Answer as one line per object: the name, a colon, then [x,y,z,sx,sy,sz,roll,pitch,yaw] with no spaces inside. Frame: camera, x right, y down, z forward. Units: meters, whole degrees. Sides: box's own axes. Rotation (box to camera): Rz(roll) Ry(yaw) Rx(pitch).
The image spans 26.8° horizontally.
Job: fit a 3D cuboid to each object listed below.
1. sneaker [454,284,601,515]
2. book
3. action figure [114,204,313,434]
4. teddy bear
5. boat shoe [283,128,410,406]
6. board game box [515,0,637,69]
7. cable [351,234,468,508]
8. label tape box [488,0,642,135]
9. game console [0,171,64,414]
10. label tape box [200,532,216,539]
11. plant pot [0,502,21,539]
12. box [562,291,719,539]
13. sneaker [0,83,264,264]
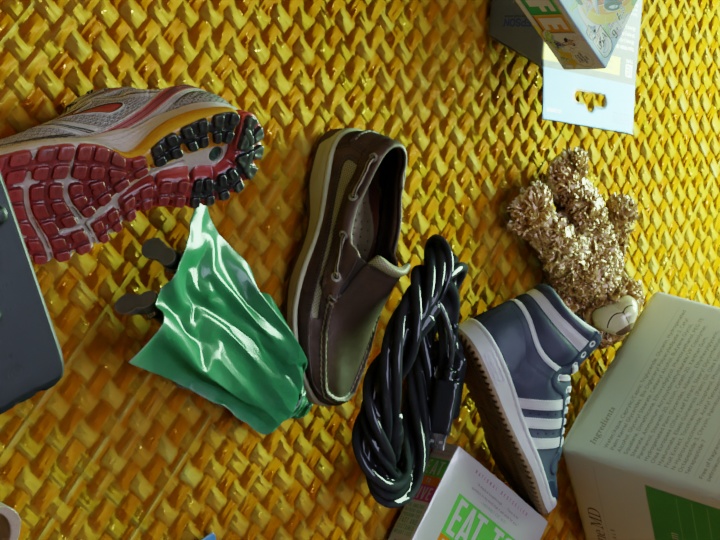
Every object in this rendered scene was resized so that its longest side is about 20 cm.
sneaker: [0.153,0.104,1.250,0.108,0.070,0.200,-32,120,-16]
book: [0.061,0.256,1.217,0.134,0.048,0.200,44,65,-38]
action figure: [-0.086,0.053,1.013,0.200,0.055,0.118,49,58,-48]
teddy bear: [0.192,-0.010,1.306,0.145,0.067,0.200,-31,117,-39]
boat shoe: [-0.004,0.000,1.081,0.075,0.075,0.203,0,95,-48]
board game box: [0.148,-0.246,0.951,0.134,0.034,0.200,44,63,-40]
cable: [0.036,0.071,1.123,0.163,0.051,0.200,-27,129,-64]
label tape box: [0.173,-0.219,1.258,0.144,0.063,0.201,2,94,-49]
game console: [-0.265,0.027,0.797,0.200,0.031,0.177,-28,116,-28]
label tape box: [-0.129,0.288,0.989,0.200,0.066,0.144,-34,119,-39]
plant pot: [-0.306,0.160,0.673,0.200,0.177,0.200,12,99,-48]
box: [0.310,0.167,1.360,0.200,0.171,0.199,-52,142,-29]
sneaker: [-0.161,-0.063,0.907,0.200,0.082,0.078,-16,128,-31]
